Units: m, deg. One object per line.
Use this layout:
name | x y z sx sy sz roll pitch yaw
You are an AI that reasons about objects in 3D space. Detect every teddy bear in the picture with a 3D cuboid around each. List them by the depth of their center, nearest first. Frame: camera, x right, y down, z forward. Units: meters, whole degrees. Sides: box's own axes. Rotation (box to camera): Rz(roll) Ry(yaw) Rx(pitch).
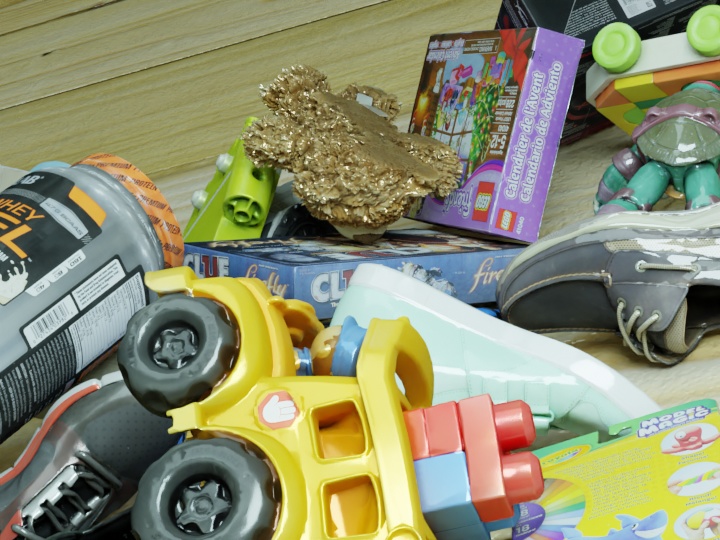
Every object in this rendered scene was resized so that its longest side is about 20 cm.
teddy bear | -0.008 -0.077 1.295 0.144 0.067 0.200 6 26 -34

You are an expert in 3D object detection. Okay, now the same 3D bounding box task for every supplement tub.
supplement tub | -0.208 0.018 1.191 0.122 0.123 0.200 2 33 44

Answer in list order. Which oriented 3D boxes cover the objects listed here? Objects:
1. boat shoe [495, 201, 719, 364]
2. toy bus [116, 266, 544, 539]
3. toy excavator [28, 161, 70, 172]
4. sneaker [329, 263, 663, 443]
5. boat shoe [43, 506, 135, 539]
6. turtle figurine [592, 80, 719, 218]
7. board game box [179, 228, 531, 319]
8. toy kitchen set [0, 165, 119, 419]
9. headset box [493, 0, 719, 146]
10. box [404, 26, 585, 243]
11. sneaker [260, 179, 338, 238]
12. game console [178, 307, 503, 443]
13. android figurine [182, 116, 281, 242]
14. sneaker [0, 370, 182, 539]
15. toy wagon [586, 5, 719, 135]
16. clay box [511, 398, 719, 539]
boat shoe | 0.173 0.010 1.120 0.198 0.075 0.074 -14 54 18
toy bus | -0.009 0.086 0.949 0.190 0.136 0.201 -16 58 8
toy excavator | -0.268 -0.051 1.503 0.193 0.202 0.100 -5 26 34
sneaker | 0.064 0.088 1.045 0.199 0.074 0.119 23 78 14
boat shoe | -0.162 0.173 1.073 0.200 0.064 0.074 -21 24 4
turtle figurine | 0.210 -0.062 1.252 0.149 0.101 0.200 -7 31 31
board game box | 0.000 0.000 1.259 0.199 0.035 0.135 -5 10 -38
toy kitchen set | -0.250 0.047 1.346 0.198 0.181 0.164 11 56 -12
headset box | 0.173 -0.166 1.438 0.148 0.075 0.200 -24 -18 -12
box | 0.083 -0.096 1.349 0.039 0.138 0.200 13 0 -19
sneaker | -0.055 -0.016 1.417 0.079 0.074 0.200 -21 15 15
game console | -0.009 0.090 1.187 0.198 0.120 0.170 -7 -6 29
android figurine | -0.103 -0.025 1.383 0.182 0.041 0.201 -50 20 46
sneaker | -0.177 0.141 1.134 0.200 0.077 0.082 -39 28 8
toy wagon | 0.256 -0.133 1.329 0.198 0.040 0.155 -7 -19 32
clay box | 0.130 0.135 0.915 0.114 0.048 0.200 -18 21 12
